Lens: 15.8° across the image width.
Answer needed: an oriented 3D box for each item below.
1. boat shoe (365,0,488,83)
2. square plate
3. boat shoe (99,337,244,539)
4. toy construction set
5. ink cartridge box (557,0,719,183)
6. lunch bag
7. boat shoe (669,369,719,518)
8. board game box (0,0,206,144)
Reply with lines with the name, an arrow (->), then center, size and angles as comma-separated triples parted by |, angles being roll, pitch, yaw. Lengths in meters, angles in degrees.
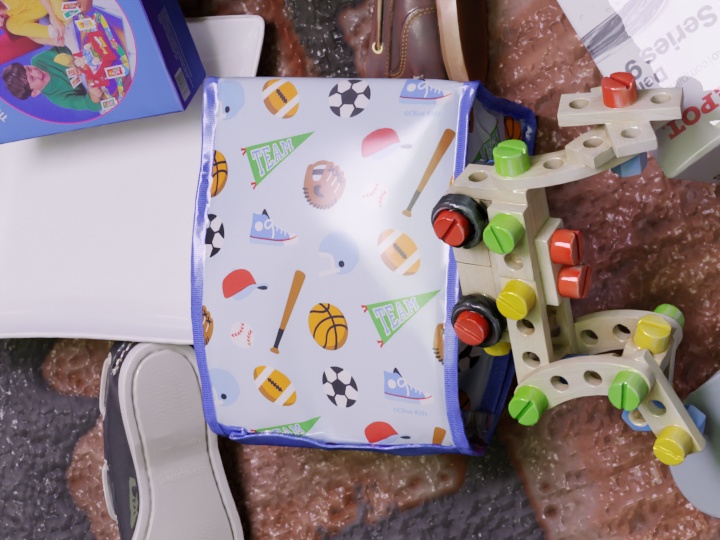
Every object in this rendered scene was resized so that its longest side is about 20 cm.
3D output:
boat shoe -> 0.029, -0.197, 1.442 | 0.070, 0.070, 0.201 | 0, 91, 23
square plate -> -0.152, -0.051, 1.535 | 0.197, 0.028, 0.201 | 0, 73, 27
boat shoe -> -0.116, 0.132, 1.526 | 0.060, 0.074, 0.201 | -157, 56, -66
toy construction set -> 0.111, -0.002, 1.319 | 0.131, 0.092, 0.201 | 8, 113, 28
ink cartridge box -> 0.180, -0.166, 1.357 | 0.146, 0.084, 0.200 | -36, 75, 23
lunch bag -> 0.000, 0.000, 1.432 | 0.169, 0.124, 0.201 | 1, 84, 26
boat shoe -> 0.237, 0.050, 1.344 | 0.071, 0.091, 0.200 | 48, 137, 19
board game box -> -0.186, -0.175, 1.472 | 0.134, 0.045, 0.200 | -8, 119, 22
